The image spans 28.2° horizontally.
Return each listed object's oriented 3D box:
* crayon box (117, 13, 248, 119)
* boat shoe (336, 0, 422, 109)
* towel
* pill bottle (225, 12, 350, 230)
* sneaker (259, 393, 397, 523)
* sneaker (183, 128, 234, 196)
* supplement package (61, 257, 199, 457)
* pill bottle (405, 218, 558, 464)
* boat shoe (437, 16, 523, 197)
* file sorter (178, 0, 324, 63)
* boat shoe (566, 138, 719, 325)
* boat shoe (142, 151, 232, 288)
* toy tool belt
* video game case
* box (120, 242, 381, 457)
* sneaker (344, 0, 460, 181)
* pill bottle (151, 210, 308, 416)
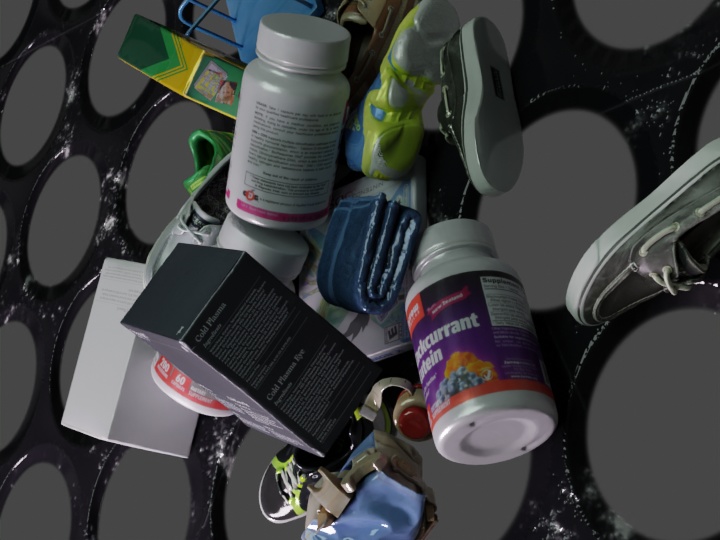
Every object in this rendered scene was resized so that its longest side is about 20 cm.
[{"bbox_3d":[-0.145,-0.206,1.595,0.172,0.198,0.059,32,99,49],"label":"crayon box"},{"bbox_3d":[0.014,-0.269,1.534,0.075,0.071,0.203,-5,72,48],"label":"boat shoe"},{"bbox_3d":[0.000,-0.017,1.381,0.200,0.048,0.113,-169,96,-76],"label":"towel"},{"bbox_3d":[-0.072,-0.154,1.480,0.113,0.112,0.203,41,128,48],"label":"pill bottle"},{"bbox_3d":[-0.049,0.181,1.413,0.200,0.082,0.072,-45,65,29],"label":"sneaker"},{"bbox_3d":[-0.168,-0.077,1.663,0.074,0.083,0.202,-37,51,33],"label":"sneaker"},{"bbox_3d":[-0.249,0.101,1.662,0.117,0.116,0.203,8,81,49],"label":"supplement package"},{"bbox_3d":[0.100,0.059,1.277,0.111,0.111,0.202,-37,50,34],"label":"pill bottle"},{"bbox_3d":[0.111,-0.149,1.385,0.063,0.070,0.202,-30,47,38],"label":"boat shoe"},{"bbox_3d":[-0.150,-0.356,1.720,0.139,0.122,0.202,-41,49,32],"label":"file sorter"},{"bbox_3d":[0.247,-0.018,1.159,0.200,0.070,0.064,-48,46,23],"label":"boat shoe"},{"bbox_3d":[-0.174,-0.055,1.576,0.070,0.072,0.202,33,76,8],"label":"boat shoe"},{"bbox_3d":[0.014,0.209,1.297,0.202,0.124,0.123,-61,1,24],"label":"toy tool belt"},{"bbox_3d":[0.000,0.000,1.486,0.181,0.022,0.203,-22,60,43],"label":"video game case"},{"bbox_3d":[-0.109,0.071,1.377,0.105,0.182,0.199,-55,23,-13],"label":"box"},{"bbox_3d":[0.031,-0.187,1.477,0.105,0.075,0.202,-1,63,56],"label":"sneaker"},{"bbox_3d":[-0.139,0.044,1.544,0.114,0.113,0.202,47,117,47],"label":"pill bottle"}]
